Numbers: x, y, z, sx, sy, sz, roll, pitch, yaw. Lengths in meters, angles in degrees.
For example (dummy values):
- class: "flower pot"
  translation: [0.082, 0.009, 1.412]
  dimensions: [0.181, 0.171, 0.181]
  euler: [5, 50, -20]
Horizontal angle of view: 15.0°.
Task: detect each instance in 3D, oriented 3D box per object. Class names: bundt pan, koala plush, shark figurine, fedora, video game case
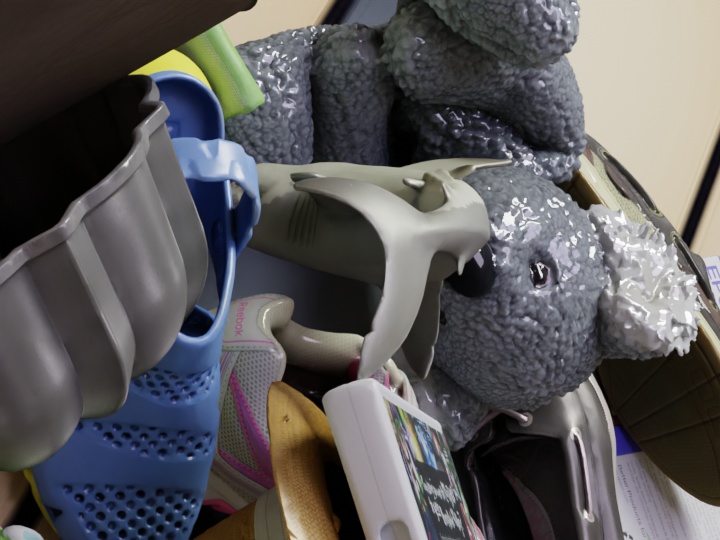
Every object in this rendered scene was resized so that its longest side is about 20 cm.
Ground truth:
- class: "bundt pan"
  translation: [-0.137, 0.017, 0.917]
  dimensions: [0.076, 0.201, 0.202]
  euler: [62, 33, -21]
- class: "koala plush"
  translation: [0.052, -0.028, 1.213]
  dimensions: [0.201, 0.177, 0.184]
  euler: [64, 11, 7]
- class: "shark figurine"
  translation: [0.018, 0.001, 1.060]
  dimensions: [0.127, 0.214, 0.090]
  euler: [-4, 97, -16]
- class: "fedora"
  translation: [-0.023, 0.137, 0.974]
  dimensions: [0.201, 0.081, 0.202]
  euler: [-21, 90, -85]
- class: "video game case"
  translation: [0.035, 0.135, 0.983]
  dimensions: [0.200, 0.023, 0.183]
  euler: [42, 31, -79]

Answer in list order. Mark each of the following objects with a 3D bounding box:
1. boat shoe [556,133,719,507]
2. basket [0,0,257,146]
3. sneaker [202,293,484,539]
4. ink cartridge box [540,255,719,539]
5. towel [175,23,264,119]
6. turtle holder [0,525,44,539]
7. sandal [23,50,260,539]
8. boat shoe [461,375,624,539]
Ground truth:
- class: "boat shoe"
  translation: [0.140, 0.016, 1.304]
  dimensions: [0.201, 0.072, 0.066]
  euler: [56, 41, 2]
- class: "basket"
  translation: [-0.153, -0.092, 0.898]
  dimensions: [0.200, 0.180, 0.136]
  euler: [-34, 97, -11]
- class: "sneaker"
  translation: [-0.009, 0.080, 1.126]
  dimensions: [0.200, 0.088, 0.082]
  euler: [37, 41, -32]
- class: "ink cartridge box"
  translation: [0.149, 0.093, 1.360]
  dimensions: [0.199, 0.043, 0.199]
  euler: [-4, 71, -51]
- class: "towel"
  translation: [-0.119, -0.140, 1.104]
  dimensions: [0.031, 0.149, 0.201]
  euler: [-34, 98, -17]
- class: "turtle holder"
  translation: [-0.107, 0.159, 0.892]
  dimensions: [0.185, 0.142, 0.132]
  euler: [23, 15, 3]
- class: "sandal"
  translation: [-0.080, 0.019, 1.022]
  dimensions: [0.079, 0.087, 0.201]
  euler: [-1, 101, -26]
- class: "boat shoe"
  translation: [0.083, 0.105, 1.248]
  dimensions: [0.057, 0.067, 0.201]
  euler: [0, 71, -57]
